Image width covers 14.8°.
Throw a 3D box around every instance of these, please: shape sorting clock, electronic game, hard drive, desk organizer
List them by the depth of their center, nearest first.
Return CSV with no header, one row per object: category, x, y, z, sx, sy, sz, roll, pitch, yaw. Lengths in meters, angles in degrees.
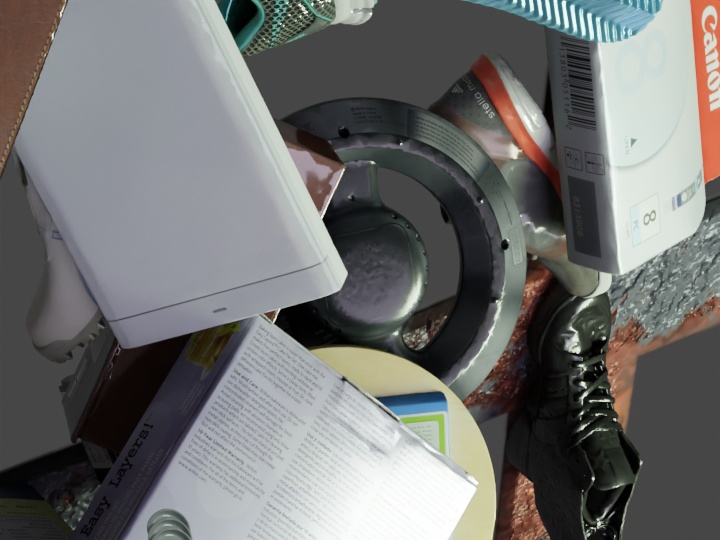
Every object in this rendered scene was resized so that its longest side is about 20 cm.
hard drive,-0.106,-0.060,1.403,0.132,0.027,0.200,-15,116,23
desk organizer,-0.087,0.009,1.515,0.077,0.072,0.200,23,100,-15
shape sorting clock,-0.018,0.140,1.576,0.200,0.039,0.200,-2,97,-18
electronic game,0.000,0.000,1.592,0.200,0.042,0.200,-2,100,-15

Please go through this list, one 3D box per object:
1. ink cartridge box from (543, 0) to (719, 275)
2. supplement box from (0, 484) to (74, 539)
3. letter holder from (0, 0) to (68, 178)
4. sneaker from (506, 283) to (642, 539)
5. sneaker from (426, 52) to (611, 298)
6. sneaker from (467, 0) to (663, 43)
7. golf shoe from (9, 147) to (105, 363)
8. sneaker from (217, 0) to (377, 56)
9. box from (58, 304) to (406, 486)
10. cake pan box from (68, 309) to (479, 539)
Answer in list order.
ink cartridge box,0.196,-0.108,1.662,0.200,0.047,0.160,-27,120,-36
supplement box,-0.219,0.255,1.554,0.134,0.200,0.200,4,116,-42
letter holder,-0.229,-0.120,1.293,0.142,0.101,0.200,8,119,-33
sneaker,0.152,0.107,1.834,0.060,0.104,0.200,-13,132,-32
sneaker,0.088,-0.047,1.678,0.082,0.077,0.200,-32,130,0
sneaker,0.074,-0.193,1.525,0.200,0.081,0.077,24,121,-28
golf shoe,-0.153,-0.044,1.481,0.097,0.078,0.200,18,116,-19
sneaker,-0.053,-0.184,1.423,0.091,0.078,0.200,-30,138,-11
box,-0.048,0.115,1.624,0.200,0.050,0.199,-26,99,-23
cake pan box,-0.047,0.144,1.484,0.200,0.052,0.184,38,77,-33
